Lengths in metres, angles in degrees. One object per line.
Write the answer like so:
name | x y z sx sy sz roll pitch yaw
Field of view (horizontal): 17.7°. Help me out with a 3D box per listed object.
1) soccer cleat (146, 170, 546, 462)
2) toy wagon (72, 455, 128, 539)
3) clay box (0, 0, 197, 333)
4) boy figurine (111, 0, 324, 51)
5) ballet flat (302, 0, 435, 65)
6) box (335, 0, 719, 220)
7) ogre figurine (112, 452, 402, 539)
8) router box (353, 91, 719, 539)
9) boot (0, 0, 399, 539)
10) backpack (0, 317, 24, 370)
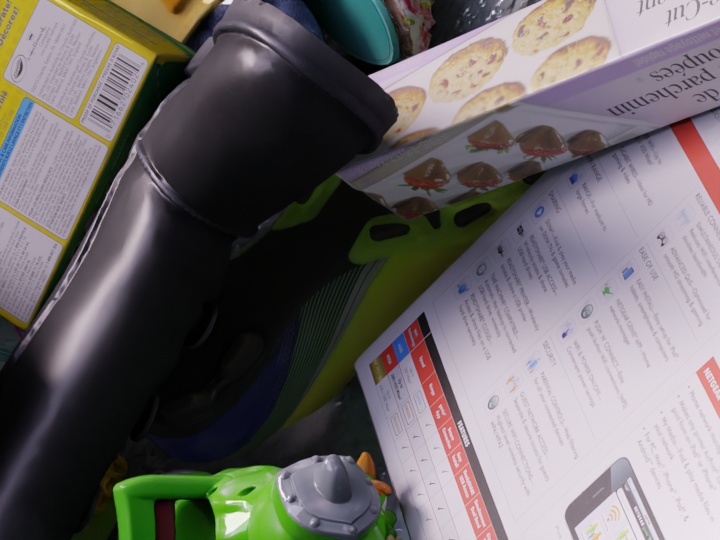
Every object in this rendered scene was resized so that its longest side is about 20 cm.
soccer cleat | -0.001 0.000 0.857 0.200 0.084 0.065 -37 65 3
toy wagon | -0.159 0.126 0.989 0.199 0.039 0.156 -30 42 36
clay box | -0.168 -0.077 0.858 0.199 0.048 0.116 32 105 17
boy figurine | -0.073 -0.127 0.951 0.124 0.064 0.201 -40 77 28
ballet flat | -0.012 -0.142 0.996 0.064 0.076 0.200 -29 33 -19
box | 0.074 -0.065 0.737 0.199 0.039 0.042 -19 52 42
ogre figurine | -0.028 0.118 0.715 0.200 0.097 0.121 155 107 -81
router box | 0.092 0.042 0.708 0.179 0.049 0.201 -45 34 20
boot | -0.076 0.015 0.750 0.201 0.065 0.165 -55 7 -8
backpack | -0.200 0.045 0.953 0.199 0.166 0.127 -31 59 29
